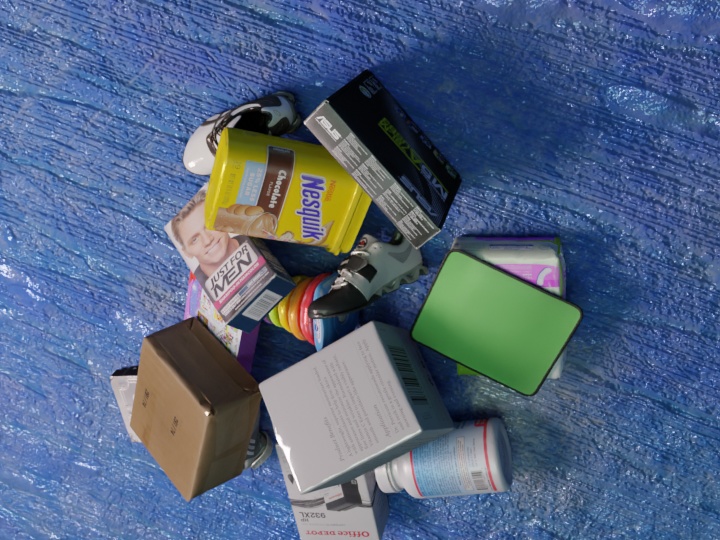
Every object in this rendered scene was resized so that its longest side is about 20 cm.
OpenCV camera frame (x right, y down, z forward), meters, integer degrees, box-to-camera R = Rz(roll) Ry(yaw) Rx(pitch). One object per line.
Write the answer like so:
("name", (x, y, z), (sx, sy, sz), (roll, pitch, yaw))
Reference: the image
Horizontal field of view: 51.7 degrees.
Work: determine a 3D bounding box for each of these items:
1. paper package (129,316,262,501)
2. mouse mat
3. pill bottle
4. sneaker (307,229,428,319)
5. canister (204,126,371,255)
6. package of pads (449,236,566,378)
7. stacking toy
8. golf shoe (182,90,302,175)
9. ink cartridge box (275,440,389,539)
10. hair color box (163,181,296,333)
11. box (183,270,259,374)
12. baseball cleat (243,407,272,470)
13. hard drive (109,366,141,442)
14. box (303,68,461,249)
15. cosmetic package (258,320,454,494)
("paper package", (-0.253, 0.207, 1.123), (0.190, 0.103, 0.201), (40, 130, 30))
("mouse mat", (0.180, 0.074, 1.012), (0.199, 0.008, 0.162), (26, 119, 6))
("pill bottle", (0.126, 0.292, 1.145), (0.199, 0.109, 0.109), (-11, 111, 20))
("sneaker", (0.000, 0.000, 1.019), (0.074, 0.199, 0.089), (0, 113, 54))
("canister", (-0.096, -0.104, 0.985), (0.199, 0.087, 0.149), (8, 130, -20))
("package of pads", (0.209, 0.052, 1.036), (0.153, 0.068, 0.201), (1, 115, 17))
("stacking toy", (-0.110, 0.047, 1.117), (0.199, 0.110, 0.117), (11, 115, 27))
("golf shoe", (-0.180, -0.186, 1.018), (0.199, 0.094, 0.078), (-25, 99, 24))
("ink cartridge box", (-0.043, 0.347, 1.230), (0.144, 0.084, 0.201), (-5, 112, 16))
("hair color box", (-0.187, -0.020, 1.045), (0.100, 0.060, 0.200), (-44, 60, 8))
("box", (-0.216, 0.082, 1.145), (0.137, 0.039, 0.201), (36, 127, 30))
("baseball cleat", (-0.185, 0.268, 1.229), (0.200, 0.106, 0.070), (-57, 49, 38))
("hard drive", (-0.324, 0.232, 1.284), (0.198, 0.038, 0.141), (-3, 113, 18))
("box", (0.037, -0.146, 0.922), (0.047, 0.193, 0.200), (-38, 99, 25))
("cosmetic package", (-0.003, 0.195, 1.058), (0.199, 0.165, 0.166), (-29, 71, 15))
